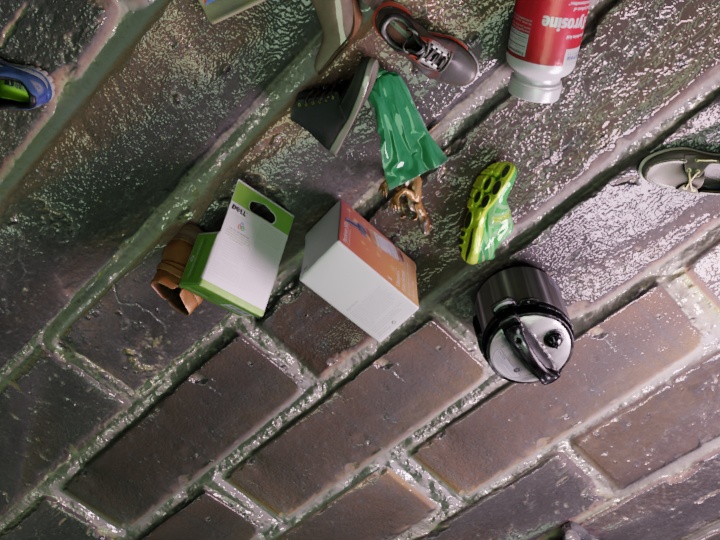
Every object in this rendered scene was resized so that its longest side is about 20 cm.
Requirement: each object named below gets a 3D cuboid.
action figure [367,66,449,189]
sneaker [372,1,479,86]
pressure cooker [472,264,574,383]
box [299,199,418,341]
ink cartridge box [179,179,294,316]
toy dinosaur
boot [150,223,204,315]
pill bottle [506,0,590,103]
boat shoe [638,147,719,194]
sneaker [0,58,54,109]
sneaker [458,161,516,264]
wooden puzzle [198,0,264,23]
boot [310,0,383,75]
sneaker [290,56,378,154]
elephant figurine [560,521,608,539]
[{"bbox_3d":[0.059,-0.254,1.232,0.116,0.055,0.203,-26,103,-13],"label":"action figure"},{"bbox_3d":[0.103,-0.347,1.172,0.197,0.082,0.078,26,119,-14],"label":"sneaker"},{"bbox_3d":[0.305,0.107,1.375,0.172,0.202,0.182,9,123,-6],"label":"pressure cooker"},{"bbox_3d":[0.000,0.000,1.340,0.199,0.153,0.106,39,116,-22],"label":"box"},{"bbox_3d":[-0.218,-0.037,1.328,0.075,0.204,0.147,-2,155,46],"label":"ink cartridge box"},{"bbox_3d":[0.089,-0.159,1.316,0.105,0.060,0.204,-22,123,-28],"label":"toy dinosaur"},{"bbox_3d":[-0.281,0.021,1.357,0.199,0.157,0.076,41,132,-22],"label":"boot"},{"bbox_3d":[0.288,-0.371,1.137,0.110,0.113,0.203,4,122,-2],"label":"pill bottle"},{"bbox_3d":[0.592,-0.170,1.289,0.197,0.061,0.073,2,122,-1],"label":"boat shoe"},{"bbox_3d":[-0.610,-0.312,1.199,0.196,0.090,0.080,12,121,-6],"label":"sneaker"},{"bbox_3d":[0.240,-0.106,1.339,0.082,0.074,0.203,0,123,-29],"label":"sneaker"},{"bbox_3d":[-0.205,-0.487,1.089,0.182,0.047,0.202,-13,121,25],"label":"wooden puzzle"},{"bbox_3d":[-0.053,-0.427,1.141,0.146,0.071,0.200,39,114,-14],"label":"boot"},{"bbox_3d":[-0.048,-0.280,1.188,0.105,0.075,0.201,30,140,-4],"label":"sneaker"},{"bbox_3d":[0.499,0.727,1.816,0.154,0.141,0.202,36,117,6],"label":"elephant figurine"}]
